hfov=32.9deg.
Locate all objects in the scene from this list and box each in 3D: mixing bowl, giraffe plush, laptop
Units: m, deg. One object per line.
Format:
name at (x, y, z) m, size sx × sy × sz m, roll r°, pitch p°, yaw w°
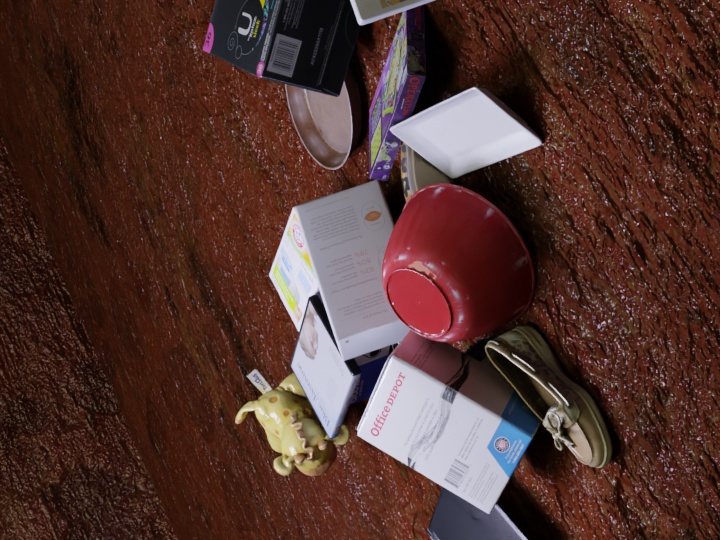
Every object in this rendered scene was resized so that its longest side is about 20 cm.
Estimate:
mixing bowl at (0.099, 0.011, 1.466) m, size 0.198 × 0.108 × 0.202 m, roll 26°, pitch 138°, yaw 26°
giraffe plush at (-0.088, 0.255, 1.953) m, size 0.173 × 0.199 × 0.162 m, roll -50°, pitch 44°, yaw 10°
laptop at (0.189, 0.385, 1.671) m, size 0.200 × 0.116 × 0.187 m, roll 38°, pitch -174°, yaw -48°

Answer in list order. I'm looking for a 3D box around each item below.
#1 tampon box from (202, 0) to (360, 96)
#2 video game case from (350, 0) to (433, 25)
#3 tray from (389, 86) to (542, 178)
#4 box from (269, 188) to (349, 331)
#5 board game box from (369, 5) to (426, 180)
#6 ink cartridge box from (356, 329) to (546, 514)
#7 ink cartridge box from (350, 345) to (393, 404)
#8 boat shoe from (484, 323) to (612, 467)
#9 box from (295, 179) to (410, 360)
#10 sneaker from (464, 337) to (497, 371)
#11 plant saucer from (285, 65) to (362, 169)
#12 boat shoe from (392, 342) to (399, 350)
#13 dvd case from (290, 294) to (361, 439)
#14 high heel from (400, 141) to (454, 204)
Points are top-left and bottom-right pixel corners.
tampon box at (-0.105, -0.336, 1.644) m, size 0.199 × 0.125 × 0.152 m, roll 32°, pitch 108°, yaw 53°
video game case at (0.061, -0.373, 1.264) m, size 0.023 × 0.197 × 0.185 m, roll 147°, pitch 103°, yaw -84°
tray at (0.123, -0.164, 1.424) m, size 0.107 × 0.022 × 0.199 m, roll 36°, pitch 158°, yaw -18°
box at (-0.055, -0.014, 1.842) m, size 0.113 × 0.100 × 0.201 m, roll 60°, pitch 152°, yaw 21°
board game box at (0.044, -0.221, 1.531) m, size 0.201 × 0.032 × 0.122 m, roll 111°, pitch 159°, yaw -54°
ink cartridge box at (0.113, 0.184, 1.522) m, size 0.198 × 0.084 × 0.146 m, roll 30°, pitch 126°, yaw 9°
ink cartridge box at (0.016, 0.108, 1.790) m, size 0.044 × 0.093 × 0.202 m, roll 52°, pitch 148°, yaw 34°
boat shoe at (0.221, 0.155, 1.442) m, size 0.201 × 0.062 × 0.074 m, roll 54°, pitch 149°, yaw 32°
box at (0.000, 0.000, 1.660) m, size 0.098 × 0.122 × 0.203 m, roll 80°, pitch 172°, yaw -70°
sneaker at (0.153, 0.175, 1.600) m, size 0.092 × 0.071 × 0.201 m, roll 28°, pitch 122°, yaw -5°
plant saucer at (-0.050, -0.248, 1.756) m, size 0.200 × 0.034 × 0.203 m, roll 41°, pitch 140°, yaw 46°
boat shoe at (0.102, 0.176, 1.693) m, size 0.202 × 0.064 × 0.073 m, roll 63°, pitch 150°, yaw 13°
dvd case at (-0.056, 0.147, 1.829) m, size 0.144 × 0.017 × 0.201 m, roll 58°, pitch 153°, yaw 25°
high heel at (0.071, -0.083, 1.582) m, size 0.142 × 0.071 × 0.203 m, roll -14°, pitch 97°, yaw 66°
